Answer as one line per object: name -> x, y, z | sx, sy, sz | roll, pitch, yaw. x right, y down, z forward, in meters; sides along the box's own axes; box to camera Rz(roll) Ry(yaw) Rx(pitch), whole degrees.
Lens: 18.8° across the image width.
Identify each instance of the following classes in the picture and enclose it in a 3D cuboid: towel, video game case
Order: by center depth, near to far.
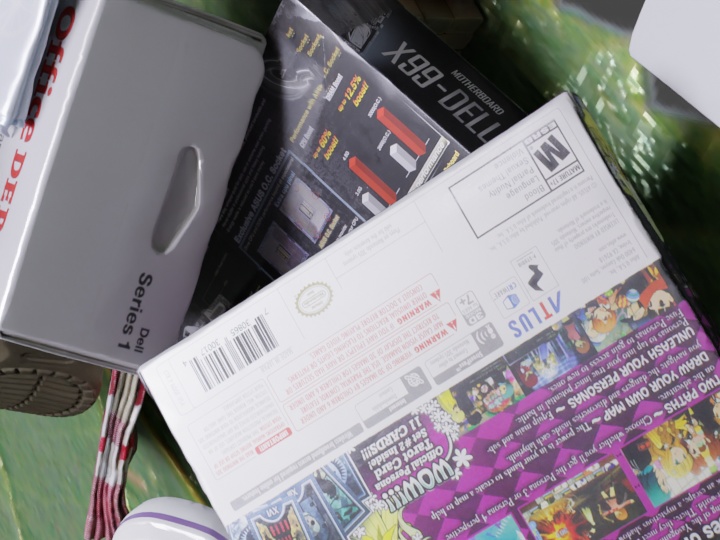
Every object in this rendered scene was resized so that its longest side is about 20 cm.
video game case -> 0.042, 0.063, 0.807 | 0.199, 0.036, 0.182 | -33, 82, 14
towel -> -0.106, 0.016, 1.072 | 0.144, 0.023, 0.202 | -100, 21, -70

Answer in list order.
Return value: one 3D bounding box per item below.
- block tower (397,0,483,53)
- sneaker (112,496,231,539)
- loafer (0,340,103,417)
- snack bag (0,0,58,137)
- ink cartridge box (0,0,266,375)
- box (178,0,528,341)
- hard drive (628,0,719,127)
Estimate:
block tower -> 0.027, -0.132, 0.909 | 0.200, 0.054, 0.058 | -53, 55, 40
sneaker -> -0.050, 0.184, 0.873 | 0.200, 0.114, 0.073 | 45, 132, 14
loafer -> -0.155, 0.020, 1.068 | 0.200, 0.075, 0.068 | 138, 140, -61
snack bag -> -0.154, -0.175, 0.875 | 0.188, 0.021, 0.201 | 33, 108, 50
ink cartridge box -> -0.143, -0.053, 0.916 | 0.199, 0.084, 0.146 | 19, 92, 51
box -> 0.000, 0.000, 0.911 | 0.158, 0.050, 0.201 | 42, 130, 16
hard drive -> 0.182, -0.082, 0.735 | 0.200, 0.025, 0.133 | 46, 127, 40
